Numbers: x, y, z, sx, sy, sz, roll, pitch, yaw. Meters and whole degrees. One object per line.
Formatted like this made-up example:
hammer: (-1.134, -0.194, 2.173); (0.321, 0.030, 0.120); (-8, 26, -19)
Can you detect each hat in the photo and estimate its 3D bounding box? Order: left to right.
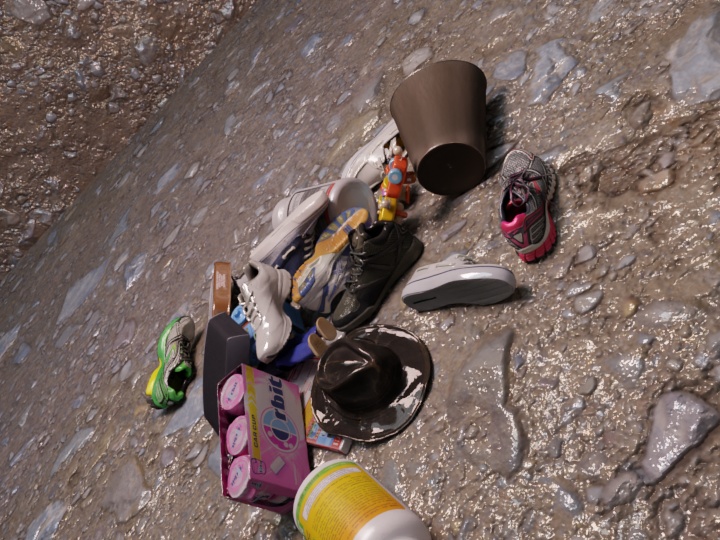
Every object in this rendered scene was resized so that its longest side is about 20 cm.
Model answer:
hat: (-0.003, 0.141, 0.989); (0.200, 0.081, 0.202); (-19, 47, 22)

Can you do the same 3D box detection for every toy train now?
toy train: (-0.193, 0.118, 1.271); (0.200, 0.087, 0.115); (-40, 40, 14)
toy train: (0.067, -0.147, 1.178); (0.200, 0.055, 0.151); (-82, 5, -67)

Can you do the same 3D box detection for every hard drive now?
hard drive: (-0.230, 0.184, 1.187); (0.135, 0.042, 0.201); (28, 116, 56)

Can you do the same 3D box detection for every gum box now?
gum box: (-0.142, 0.249, 1.021); (0.066, 0.113, 0.201); (-40, 42, 25)

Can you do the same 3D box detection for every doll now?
doll: (-0.129, 0.148, 1.153); (0.200, 0.048, 0.137); (-32, 20, 38)

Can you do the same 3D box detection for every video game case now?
video game case: (-0.061, 0.201, 1.086); (0.199, 0.017, 0.144); (-4, 55, 49)

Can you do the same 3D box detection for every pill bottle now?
pill bottle: (-0.072, -0.104, 1.315); (0.199, 0.116, 0.116); (-5, 53, 48)
pill bottle: (0.012, 0.309, 0.801); (0.111, 0.111, 0.200); (-55, 33, -8)

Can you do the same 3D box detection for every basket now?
basket: (0.142, -0.235, 1.177); (0.179, 0.136, 0.201); (-21, 46, 19)

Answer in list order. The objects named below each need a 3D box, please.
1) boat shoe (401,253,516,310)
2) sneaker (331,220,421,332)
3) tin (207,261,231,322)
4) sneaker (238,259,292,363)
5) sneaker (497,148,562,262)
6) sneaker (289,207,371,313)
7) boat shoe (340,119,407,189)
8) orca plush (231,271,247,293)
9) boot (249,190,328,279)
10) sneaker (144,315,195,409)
boat shoe: (0.135, 0.007, 0.989); (0.199, 0.073, 0.067); (-11, 52, 46)
sneaker: (0.000, 0.000, 1.128); (0.200, 0.114, 0.076); (-51, 31, 2)
tin: (-0.289, 0.063, 1.430); (0.201, 0.042, 0.112); (-103, 28, -52)
sneaker: (-0.164, 0.066, 1.149); (0.074, 0.087, 0.201); (-42, 36, 27)
sneaker: (0.232, -0.109, 0.990); (0.080, 0.075, 0.201); (-29, 38, 29)
sneaker: (-0.036, -0.016, 1.203); (0.200, 0.088, 0.075); (-51, 33, 11)
boat shoe: (0.042, -0.212, 1.333); (0.200, 0.071, 0.070); (-46, 29, -6)
orca plush: (-0.167, 0.013, 1.387); (0.200, 0.071, 0.106); (-32, 80, 42)
boot: (-0.103, -0.053, 1.238); (0.200, 0.090, 0.073); (-38, 16, 32)
sneaker: (-0.370, 0.186, 1.436); (0.085, 0.078, 0.201); (-15, 55, 33)
